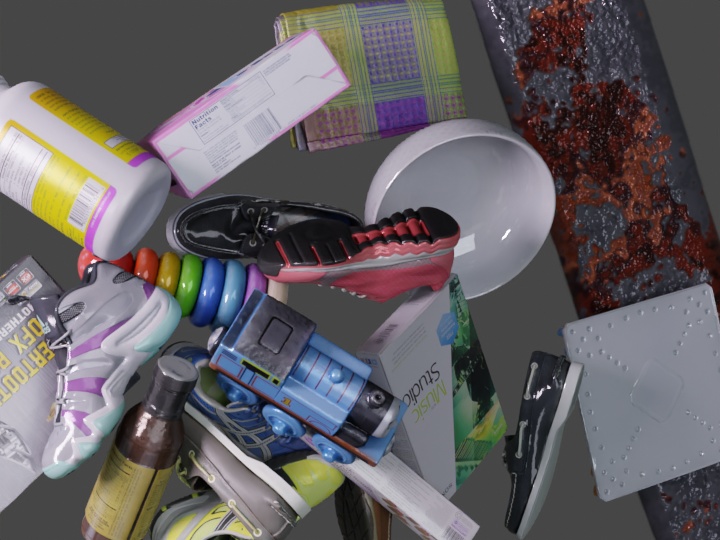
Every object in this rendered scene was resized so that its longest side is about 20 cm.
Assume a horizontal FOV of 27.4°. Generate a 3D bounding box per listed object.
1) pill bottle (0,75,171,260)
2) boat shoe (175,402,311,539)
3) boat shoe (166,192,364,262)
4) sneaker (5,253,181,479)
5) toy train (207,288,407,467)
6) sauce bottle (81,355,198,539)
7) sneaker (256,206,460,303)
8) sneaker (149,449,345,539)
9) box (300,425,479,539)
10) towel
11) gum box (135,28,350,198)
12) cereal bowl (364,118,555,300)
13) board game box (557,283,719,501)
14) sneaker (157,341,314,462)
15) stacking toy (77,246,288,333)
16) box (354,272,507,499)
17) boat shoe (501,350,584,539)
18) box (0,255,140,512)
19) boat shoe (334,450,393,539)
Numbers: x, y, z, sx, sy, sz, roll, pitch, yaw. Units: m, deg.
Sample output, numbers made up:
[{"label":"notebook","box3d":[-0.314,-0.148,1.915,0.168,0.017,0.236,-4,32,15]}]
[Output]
[{"label":"pill bottle","box3d":[-0.278,-0.102,1.339,0.200,0.104,0.104,33,76,8]},{"label":"boat shoe","box3d":[-0.138,0.184,1.390,0.201,0.072,0.060,35,77,26]},{"label":"boat shoe","box3d":[-0.089,-0.040,1.462,0.199,0.066,0.070,4,87,-23]},{"label":"sneaker","box3d":[-0.267,0.075,1.335,0.140,0.078,0.201,36,66,-17]},{"label":"toy train","box3d":[-0.048,0.104,1.355,0.199,0.114,0.087,32,64,-1]},{"label":"sauce bottle","box3d":[-0.200,0.170,1.366,0.064,0.065,0.201,17,115,-21]},{"label":"sneaker","box3d":[0.000,0.000,1.429,0.199,0.074,0.087,-7,126,-9]},{"label":"sneaker","box3d":[-0.101,0.242,1.436,0.199,0.076,0.076,-24,131,-15]},{"label":"box","box3d":[0.027,0.205,1.441,0.200,0.039,0.042,39,69,-8]},{"label":"towel","box3d":[0.009,-0.206,1.530,0.199,0.023,0.144,-13,93,-23]},{"label":"gum box","box3d":[-0.118,-0.146,1.413,0.200,0.113,0.066,-36,103,-11]},{"label":"cereal bowl","box3d":[0.094,-0.071,1.509,0.199,0.083,0.201,-10,126,-14]},{"label":"board game box","box3d":[0.325,0.134,1.653,0.199,0.026,0.201,-15,94,-23]},{"label":"sneaker","box3d":[-0.107,0.138,1.446,0.199,0.077,0.076,30,76,-21]},{"label":"stacking toy","box3d":[-0.174,0.017,1.424,0.199,0.085,0.086,14,84,-16]},{"label":"box","box3d":[0.076,0.123,1.490,0.144,0.036,0.201,-44,127,-38]},{"label":"boat shoe","box3d":[0.183,0.185,1.576,0.060,0.076,0.201,18,92,16]},{"label":"box","box3d":[-0.330,0.110,1.369,0.200,0.048,0.159,-44,104,-17]},{"label":"boat shoe","box3d":[0.016,0.201,1.499,0.073,0.076,0.201,-7,92,-26]}]
